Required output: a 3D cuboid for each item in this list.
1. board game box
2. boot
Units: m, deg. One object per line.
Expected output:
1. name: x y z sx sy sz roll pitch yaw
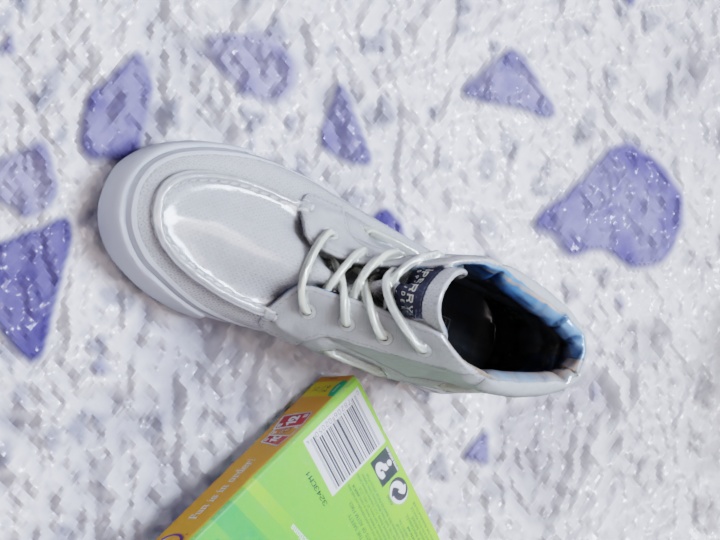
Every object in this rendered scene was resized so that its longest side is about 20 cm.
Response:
1. board game box: -0.046 0.137 1.036 0.200 0.030 0.096 -45 117 -40
2. boot: 0.000 0.000 1.039 0.200 0.096 0.074 20 80 -36
